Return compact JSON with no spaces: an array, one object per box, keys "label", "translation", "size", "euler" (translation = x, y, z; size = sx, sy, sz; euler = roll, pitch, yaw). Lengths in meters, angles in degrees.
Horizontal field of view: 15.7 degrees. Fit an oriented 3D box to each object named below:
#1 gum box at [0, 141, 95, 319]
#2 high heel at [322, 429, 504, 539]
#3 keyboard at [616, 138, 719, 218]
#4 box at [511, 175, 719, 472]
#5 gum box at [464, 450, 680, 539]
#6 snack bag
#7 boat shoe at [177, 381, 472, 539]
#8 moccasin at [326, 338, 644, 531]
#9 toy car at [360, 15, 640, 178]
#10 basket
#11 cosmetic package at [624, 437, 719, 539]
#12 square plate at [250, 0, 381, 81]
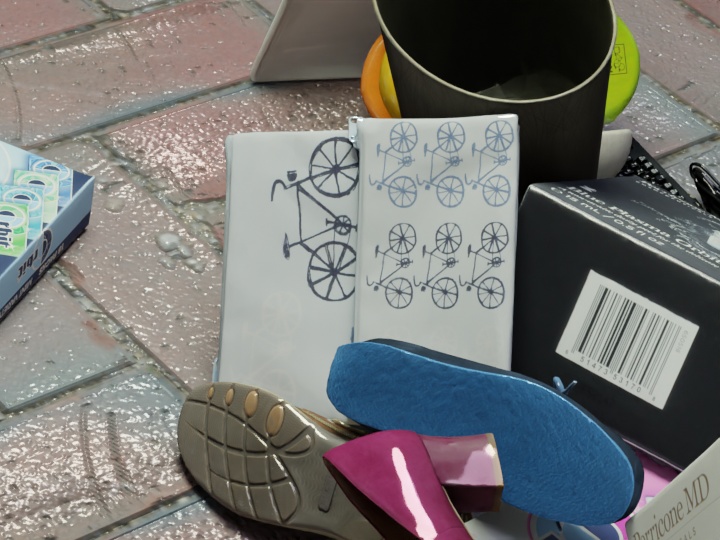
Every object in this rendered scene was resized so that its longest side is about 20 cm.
[{"label":"gum box","translation":[-0.298,-0.039,1.675],"size":[0.199,0.045,0.170],"euler":[22,37,11]},{"label":"high heel","translation":[0.036,0.173,1.381],"size":[0.095,0.068,0.201],"euler":[-4,48,-6]},{"label":"keyboard","translation":[0.226,-0.045,1.846],"size":[0.103,0.040,0.200],"euler":[-12,43,-28]},{"label":"box","translation":[0.197,0.034,1.610],"size":[0.196,0.118,0.200],"euler":[29,14,21]},{"label":"gum box","translation":[0.123,0.182,1.485],"size":[0.113,0.066,0.199],"euler":[35,42,31]},{"label":"snack bag","translation":[0.000,0.000,1.568],"size":[0.198,0.190,0.021],"euler":[1,-5,21]},{"label":"boat shoe","translation":[-0.022,0.122,1.532],"size":[0.199,0.076,0.072],"euler":[24,2,30]},{"label":"moccasin","translation":[0.078,0.082,1.483],"size":[0.199,0.081,0.068],"euler":[28,9,24]},{"label":"toy car","translation":[0.096,-0.140,1.858],"size":[0.199,0.177,0.150],"euler":[-8,1,-18]},{"label":"basket","translation":[0.089,-0.100,1.666],"size":[0.135,0.201,0.180],"euler":[-29,53,-17]},{"label":"cosmetic package","translation":[0.253,0.199,1.360],"size":[0.165,0.167,0.201],"euler":[0,67,-16]},{"label":"square plate","translation":[0.033,-0.208,1.873],"size":[0.197,0.200,0.029],"euler":[-5,59,-23]}]
